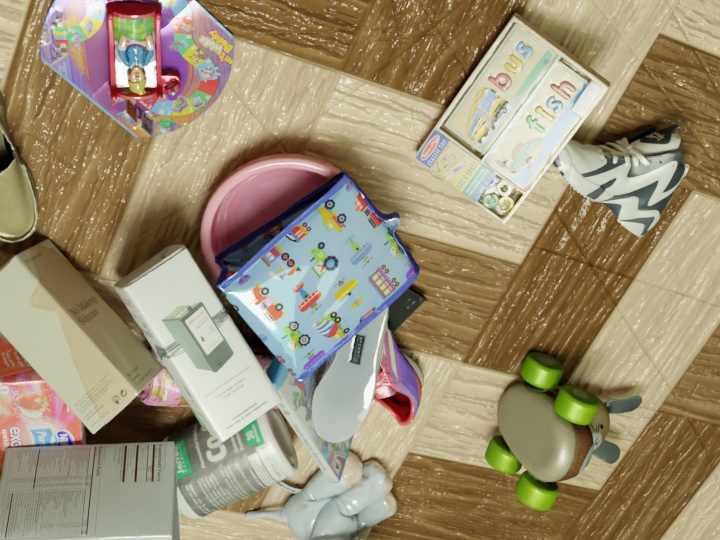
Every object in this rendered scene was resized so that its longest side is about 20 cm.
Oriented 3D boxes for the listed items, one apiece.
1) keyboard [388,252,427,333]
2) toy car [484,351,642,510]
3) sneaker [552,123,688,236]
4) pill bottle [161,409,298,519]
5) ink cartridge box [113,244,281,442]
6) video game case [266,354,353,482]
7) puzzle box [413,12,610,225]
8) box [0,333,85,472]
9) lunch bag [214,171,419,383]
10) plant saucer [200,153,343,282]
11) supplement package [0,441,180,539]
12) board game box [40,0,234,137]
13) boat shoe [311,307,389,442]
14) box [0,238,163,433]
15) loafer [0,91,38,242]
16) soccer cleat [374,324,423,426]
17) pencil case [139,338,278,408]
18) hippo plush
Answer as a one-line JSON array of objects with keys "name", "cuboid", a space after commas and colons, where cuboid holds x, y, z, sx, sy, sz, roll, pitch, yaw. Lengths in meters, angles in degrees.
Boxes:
[{"name": "keyboard", "cuboid": [0.000, 0.000, 1.469, 0.199, 0.021, 0.127, 28, 121, -31]}, {"name": "toy car", "cuboid": [0.297, 0.219, 1.635, 0.198, 0.158, 0.166, 7, 114, -32]}, {"name": "sneaker", "cuboid": [0.309, -0.137, 1.411, 0.198, 0.080, 0.130, 33, 107, -26]}, {"name": "pill bottle", "cuboid": [-0.189, 0.248, 1.545, 0.198, 0.114, 0.114, -26, 128, 5]}, {"name": "ink cartridge box", "cuboid": [-0.186, 0.078, 1.346, 0.084, 0.146, 0.201, -33, 99, -14]}, {"name": "video game case", "cuboid": [-0.052, 0.145, 1.486, 0.018, 0.144, 0.201, -5, 136, 26]}, {"name": "puzzle box", "cuboid": [0.166, -0.167, 1.345, 0.133, 0.025, 0.201, 36, 115, 1]}, {"name": "box", "cuboid": [-0.383, 0.178, 1.456, 0.101, 0.095, 0.202, -2, 126, -13]}, {"name": "lunch bag", "cuboid": [-0.038, -0.003, 1.333, 0.199, 0.094, 0.151, -36, 113, 7]}, {"name": "plant saucer", "cuboid": [-0.082, -0.045, 1.378, 0.198, 0.051, 0.202, -1, 120, -2]}, {"name": "supplement package", "cuboid": [-0.314, 0.322, 1.418, 0.198, 0.148, 0.193, -2, 128, -6]}, {"name": "board game box", "cuboid": [-0.224, -0.218, 1.237, 0.158, 0.039, 0.200, -39, 126, 15]}, {"name": "boat shoe", "cuboid": [-0.003, 0.108, 1.445, 0.073, 0.065, 0.202, 22, 103, 7]}, {"name": "box", "cuboid": [-0.322, 0.071, 1.339, 0.078, 0.095, 0.200, -40, 95, 16]}, {"name": "loafer", "cuboid": [-0.388, -0.105, 1.262, 0.075, 0.068, 0.201, -13, 128, -4]}, {"name": "soccer cleat", "cuboid": [0.019, 0.117, 1.516, 0.068, 0.074, 0.200, -18, 133, 25]}, {"name": "pencil case", "cuboid": [-0.170, 0.126, 1.474, 0.198, 0.087, 0.083, 5, 158, -18]}, {"name": "hippo plush", "cuboid": [-0.029, 0.351, 1.631, 0.198, 0.161, 0.160, 14, 122, -23]}]
